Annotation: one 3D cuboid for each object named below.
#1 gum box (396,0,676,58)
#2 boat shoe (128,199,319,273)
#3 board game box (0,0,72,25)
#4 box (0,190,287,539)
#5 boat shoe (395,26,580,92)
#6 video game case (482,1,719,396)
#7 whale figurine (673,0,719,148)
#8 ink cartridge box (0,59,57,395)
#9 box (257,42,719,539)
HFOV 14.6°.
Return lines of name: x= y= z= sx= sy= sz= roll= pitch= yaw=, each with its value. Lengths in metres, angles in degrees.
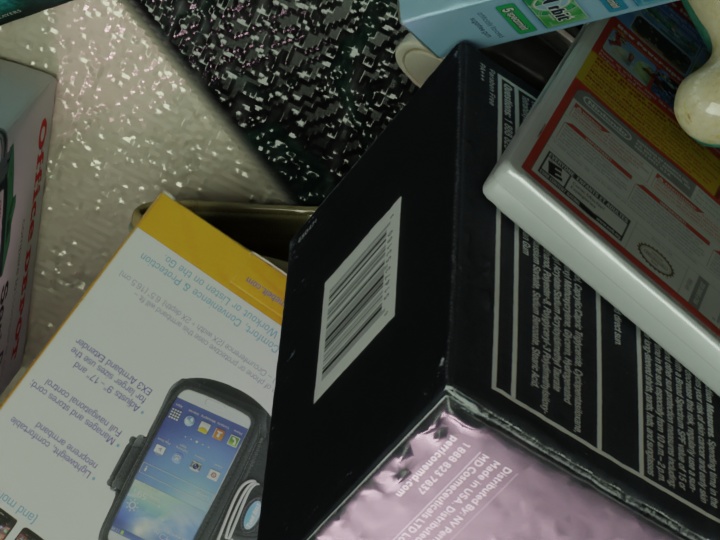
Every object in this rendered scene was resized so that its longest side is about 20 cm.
gum box: x=0.104 y=-0.181 z=0.999 sx=0.199 sy=0.045 sz=0.171 roll=-13 pitch=71 yaw=19
boat shoe: x=0.000 y=0.000 z=1.130 sx=0.199 sy=0.073 sz=0.063 roll=-4 pitch=113 yaw=17
board game box: x=-0.111 y=-0.151 z=1.074 sx=0.199 sy=0.135 sz=0.028 roll=-17 pitch=66 yaw=20
box: x=-0.086 y=0.084 z=1.077 sx=0.119 sy=0.041 sz=0.200 roll=34 pitch=81 yaw=12
boat shoe: x=0.108 y=-0.054 z=1.087 sx=0.200 sy=0.067 sz=0.057 roll=34 pitch=75 yaw=-5
video game case: x=0.127 y=-0.029 z=1.015 sx=0.143 sy=0.200 sz=0.017 roll=40 pitch=122 yaw=-4
whale figurine: x=0.166 y=-0.102 z=1.037 sx=0.200 sy=0.104 sz=0.159 roll=34 pitch=74 yaw=16
ink cartridge box: x=-0.191 y=0.008 z=1.113 sx=0.084 sy=0.200 sz=0.147 roll=13 pitch=115 yaw=6
box: x=0.079 y=0.060 z=0.987 sx=0.198 sy=0.200 sz=0.123 roll=30 pitch=124 yaw=-18
